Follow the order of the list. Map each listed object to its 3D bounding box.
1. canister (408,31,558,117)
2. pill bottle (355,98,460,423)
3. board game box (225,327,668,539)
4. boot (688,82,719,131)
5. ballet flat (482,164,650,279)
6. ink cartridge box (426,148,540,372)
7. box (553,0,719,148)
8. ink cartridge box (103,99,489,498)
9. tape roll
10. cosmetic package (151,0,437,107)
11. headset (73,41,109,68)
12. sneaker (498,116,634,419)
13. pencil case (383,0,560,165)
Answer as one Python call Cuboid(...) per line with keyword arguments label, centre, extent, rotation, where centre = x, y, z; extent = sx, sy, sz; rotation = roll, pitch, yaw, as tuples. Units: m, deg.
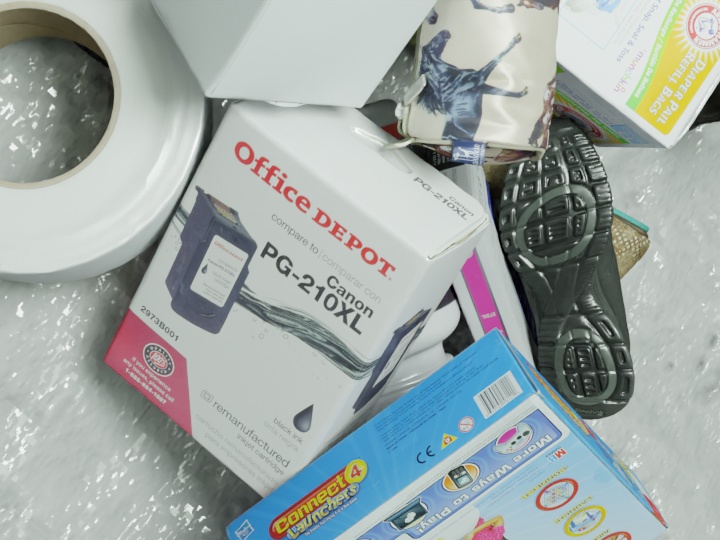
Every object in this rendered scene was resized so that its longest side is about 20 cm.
Cuboid(label="canister", centre=(0.095, -0.194, 1.002), extent=(0.200, 0.087, 0.149), rotation=(37, 76, -18))
Cuboid(label="pill bottle", centre=(0.000, 0.000, 0.936), extent=(0.111, 0.111, 0.200), rotation=(-21, 98, -24))
Cuboid(label="board game box", centre=(0.057, 0.154, 0.870), extent=(0.200, 0.056, 0.196), rotation=(-37, 136, 8))
Cuboid(label="boot", centre=(0.273, -0.179, 1.036), extent=(0.069, 0.174, 0.200), rotation=(12, 84, -24))
Cuboid(label="ballet flat", centre=(0.115, -0.042, 1.020), extent=(0.200, 0.071, 0.065), rotation=(27, 92, -18))
Cuboid(label="ink cartridge box", centre=(0.089, 0.013, 0.970), extent=(0.037, 0.095, 0.200), rotation=(-17, 123, 13))
Cuboid(label="box", centre=(0.124, -0.172, 0.905), extent=(0.200, 0.112, 0.101), rotation=(35, 86, -15))
Cuboid(label="ink cartridge box", centre=(-0.041, 0.012, 0.844), extent=(0.145, 0.200, 0.084), rotation=(38, 31, 13))
Cuboid(label="tape roll", centre=(-0.186, -0.093, 0.835), extent=(0.202, 0.071, 0.203), rotation=(0, 85, -2))
Cuboid(label="cosmetic package", centre=(-0.006, -0.178, 0.729), extent=(0.113, 0.200, 0.081), rotation=(0, 51, -44))
Cuboid(label="headset", centre=(-0.098, -0.169, 0.905), extent=(0.200, 0.094, 0.124), rotation=(30, 77, -10))
Cuboid(label="sneaker", centre=(0.139, -0.005, 0.977), extent=(0.076, 0.091, 0.200), rotation=(-5, 104, 13))
Cuboid(label="pencil case", centre=(0.065, -0.158, 0.793), extent=(0.089, 0.078, 0.200), rotation=(-1, 98, -25))
